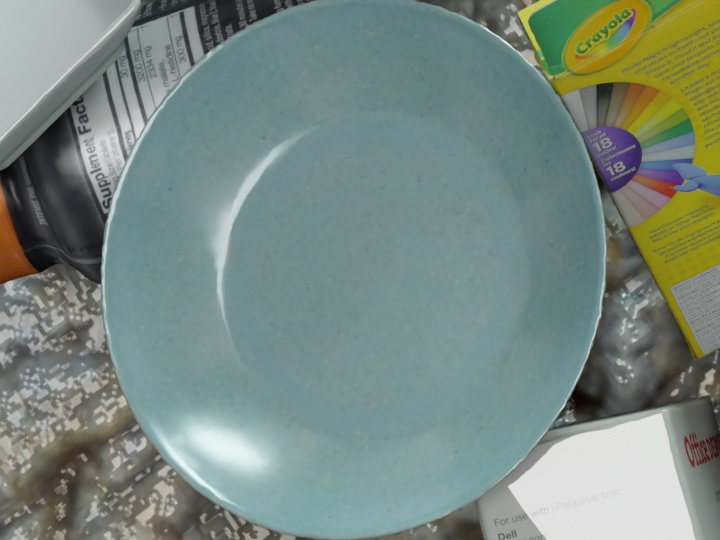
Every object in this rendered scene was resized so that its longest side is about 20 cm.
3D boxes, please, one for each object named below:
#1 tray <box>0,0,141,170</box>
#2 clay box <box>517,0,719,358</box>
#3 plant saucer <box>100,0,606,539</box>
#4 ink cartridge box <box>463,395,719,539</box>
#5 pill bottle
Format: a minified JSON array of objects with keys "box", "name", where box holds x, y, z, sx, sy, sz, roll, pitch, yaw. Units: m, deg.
[{"box":[-0.144,-0.100,1.113,0.107,0.200,0.022,-43,122,4],"name":"tray"},{"box":[0.140,-0.064,1.060,0.114,0.200,0.048,-27,42,5],"name":"clay box"},{"box":[0.000,0.000,1.036,0.200,0.039,0.203,-3,82,20],"name":"plant saucer"},{"box":[0.114,0.153,1.068,0.084,0.146,0.201,-15,86,13],"name":"ink cartridge box"},{"box":[-0.068,-0.058,1.123,0.199,0.106,0.107,-18,86,7],"name":"pill bottle"}]
